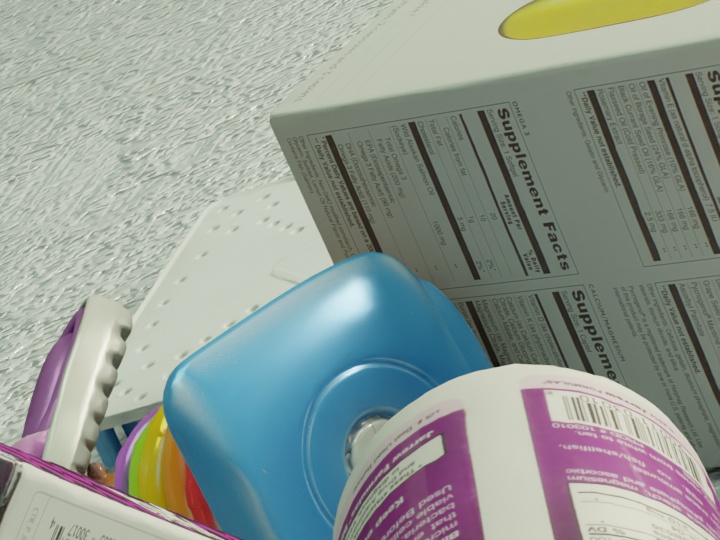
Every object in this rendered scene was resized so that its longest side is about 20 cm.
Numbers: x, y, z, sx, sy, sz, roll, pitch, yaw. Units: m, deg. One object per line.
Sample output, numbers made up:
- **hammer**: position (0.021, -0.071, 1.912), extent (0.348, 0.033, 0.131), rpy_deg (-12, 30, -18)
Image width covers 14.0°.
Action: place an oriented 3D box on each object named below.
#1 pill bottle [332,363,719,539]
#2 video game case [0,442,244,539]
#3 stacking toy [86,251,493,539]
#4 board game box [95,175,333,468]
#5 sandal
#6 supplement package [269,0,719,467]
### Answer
- **pill bottle**: position (0.051, 0.110, 0.744), extent (0.112, 0.113, 0.200), rpy_deg (-23, 20, 6)
- **video game case**: position (-0.081, 0.135, 0.650), extent (0.036, 0.200, 0.182), rpy_deg (23, 86, 24)
- **stacking toy**: position (-0.043, 0.076, 0.985), extent (0.110, 0.116, 0.200), rpy_deg (-31, 6, -33)
- **board game box**: position (0.000, 0.000, 1.192), extent (0.199, 0.026, 0.200), rpy_deg (-17, 22, 23)
- **sandal**: position (-0.130, 0.086, 1.031), extent (0.203, 0.050, 0.083), rpy_deg (-74, 10, -48)
- **supplement package**: position (0.110, -0.035, 0.970), extent (0.199, 0.151, 0.152), rpy_deg (-7, 27, 40)
